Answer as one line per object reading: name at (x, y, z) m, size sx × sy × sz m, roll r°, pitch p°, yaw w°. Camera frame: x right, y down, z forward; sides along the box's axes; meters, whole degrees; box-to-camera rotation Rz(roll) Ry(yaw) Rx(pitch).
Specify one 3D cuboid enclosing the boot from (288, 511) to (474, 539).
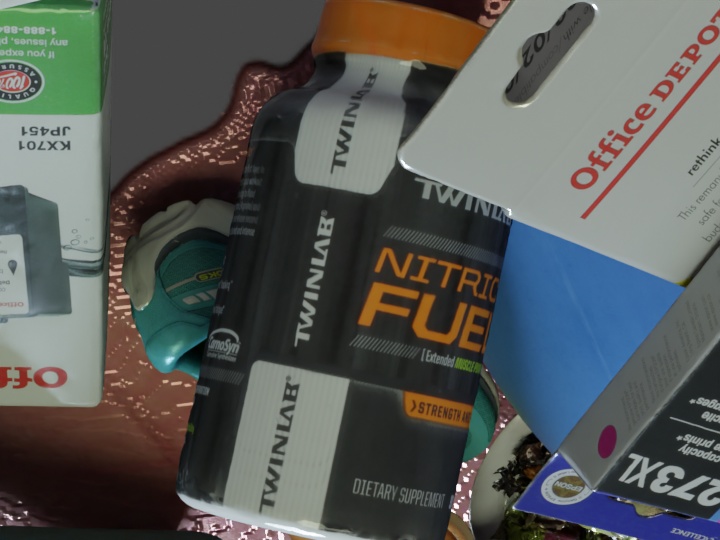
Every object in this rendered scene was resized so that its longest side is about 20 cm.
boot at (-0.008, 0.170, 0.956) m, size 0.077 × 0.156 × 0.200 m, roll 18°, pitch 165°, yaw 38°

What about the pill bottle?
pill bottle at (0.000, 0.000, 0.843) m, size 0.106 × 0.106 × 0.201 m, roll 12°, pitch 87°, yaw -15°

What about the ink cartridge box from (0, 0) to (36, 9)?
ink cartridge box at (-0.170, -0.142, 0.691) m, size 0.199 × 0.148 × 0.086 m, roll -17°, pitch 135°, yaw -18°

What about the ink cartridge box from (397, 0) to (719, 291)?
ink cartridge box at (0.117, -0.057, 0.685) m, size 0.200 × 0.068 × 0.115 m, roll 21°, pitch 126°, yaw -26°

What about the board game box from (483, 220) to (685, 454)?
board game box at (0.107, 0.019, 0.892) m, size 0.039 × 0.200 × 0.158 m, roll -33°, pitch 107°, yaw -23°

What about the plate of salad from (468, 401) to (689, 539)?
plate of salad at (0.149, 0.103, 1.021) m, size 0.199 × 0.048 × 0.200 m, roll -7°, pitch 134°, yaw -7°

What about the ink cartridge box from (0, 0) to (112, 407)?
ink cartridge box at (-0.168, -0.044, 0.857) m, size 0.146 × 0.083 × 0.200 m, roll 1°, pitch 132°, yaw -5°

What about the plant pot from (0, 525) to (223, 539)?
plant pot at (-0.150, 0.195, 0.985) m, size 0.196 × 0.200 × 0.200 m, roll 0°, pitch 135°, yaw -35°

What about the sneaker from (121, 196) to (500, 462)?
sneaker at (-0.021, 0.046, 0.945) m, size 0.200 × 0.080 × 0.077 m, roll 26°, pitch 125°, yaw -34°

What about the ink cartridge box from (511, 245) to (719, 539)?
ink cartridge box at (0.137, 0.036, 0.707) m, size 0.094 × 0.037 × 0.200 m, roll 16°, pitch 133°, yaw -22°
